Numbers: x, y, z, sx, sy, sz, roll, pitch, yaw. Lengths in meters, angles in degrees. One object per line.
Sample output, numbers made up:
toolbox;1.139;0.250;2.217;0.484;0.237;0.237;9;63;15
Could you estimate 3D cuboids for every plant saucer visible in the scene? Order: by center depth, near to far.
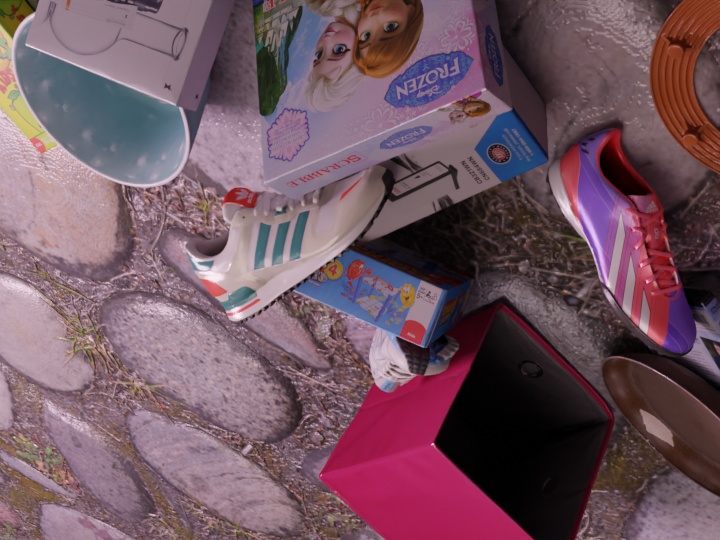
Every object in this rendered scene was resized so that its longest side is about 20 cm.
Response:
plant saucer;0.321;0.149;1.029;0.200;0.032;0.200;44;166;14

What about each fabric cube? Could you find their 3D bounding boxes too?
fabric cube;0.117;0.190;1.133;0.196;0.200;0.199;43;142;-15

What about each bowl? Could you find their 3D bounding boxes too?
bowl;-0.227;-0.192;1.033;0.200;0.105;0.201;18;138;16

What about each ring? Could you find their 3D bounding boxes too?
ring;0.317;-0.138;0.798;0.199;0.019;0.201;19;138;17

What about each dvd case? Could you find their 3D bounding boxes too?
dvd case;0.323;0.093;0.974;0.200;0.018;0.143;52;167;-16

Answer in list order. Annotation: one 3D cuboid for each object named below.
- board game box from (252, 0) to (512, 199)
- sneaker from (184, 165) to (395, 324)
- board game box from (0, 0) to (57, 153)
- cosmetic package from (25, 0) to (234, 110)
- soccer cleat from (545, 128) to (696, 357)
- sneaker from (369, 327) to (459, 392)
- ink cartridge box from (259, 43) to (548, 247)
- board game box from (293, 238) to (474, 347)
board game box;0.007;-0.180;0.801;0.199;0.201;0.041;-20;155;31
sneaker;-0.066;-0.040;0.880;0.199;0.070;0.093;-36;104;27
board game box;-0.372;-0.229;1.136;0.101;0.048;0.200;-14;122;42
cosmetic package;-0.177;-0.255;0.885;0.150;0.052;0.201;22;98;9
soccer cleat;0.232;-0.023;0.887;0.073;0.068;0.201;-40;72;48
sneaker;0.046;0.088;1.063;0.075;0.200;0.087;22;97;-5
ink cartridge box;0.037;-0.122;0.891;0.199;0.085;0.146;-25;129;28
board game box;0.000;0.000;1.023;0.199;0.196;0.056;23;98;11
